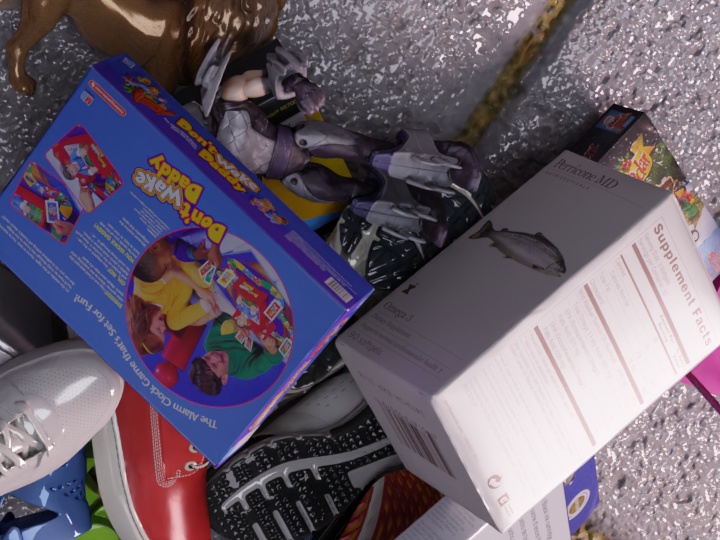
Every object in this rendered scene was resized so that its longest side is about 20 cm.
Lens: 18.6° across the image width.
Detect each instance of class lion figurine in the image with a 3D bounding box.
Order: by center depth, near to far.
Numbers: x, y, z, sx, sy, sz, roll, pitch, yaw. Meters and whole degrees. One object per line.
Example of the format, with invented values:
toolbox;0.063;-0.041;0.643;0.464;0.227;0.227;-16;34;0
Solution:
lion figurine;-0.152;-0.158;1.355;0.199;0.073;0.123;18;120;-25

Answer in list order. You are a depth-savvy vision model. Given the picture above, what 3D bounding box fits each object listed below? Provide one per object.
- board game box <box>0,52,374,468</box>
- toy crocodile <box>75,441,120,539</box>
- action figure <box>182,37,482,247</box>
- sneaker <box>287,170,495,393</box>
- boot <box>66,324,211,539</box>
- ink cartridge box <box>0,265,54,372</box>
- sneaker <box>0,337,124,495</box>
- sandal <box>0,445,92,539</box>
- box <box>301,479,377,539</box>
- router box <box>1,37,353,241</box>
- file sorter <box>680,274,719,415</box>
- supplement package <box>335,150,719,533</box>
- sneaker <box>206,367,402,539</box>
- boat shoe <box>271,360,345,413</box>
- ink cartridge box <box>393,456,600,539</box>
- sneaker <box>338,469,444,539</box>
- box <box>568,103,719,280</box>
board game box;-0.109;-0.006;1.264;0.200;0.045;0.135;43;115;5
toy crocodile;-0.149;0.195;1.492;0.062;0.068;0.200;-39;112;4
action figure;-0.034;-0.067;1.308;0.198;0.070;0.131;11;123;-18
sneaker;0.000;0.000;1.413;0.200;0.086;0.078;-40;87;-11
boot;-0.089;0.098;1.348;0.143;0.072;0.202;-3;112;23
ink cartridge box;-0.281;0.098;1.386;0.085;0.148;0.200;35;101;-21
sneaker;-0.218;0.120;1.266;0.199;0.116;0.074;-32;111;-1
sandal;-0.206;0.142;1.404;0.087;0.079;0.201;32;93;-8
box;0.000;0.270;1.524;0.198;0.050;0.201;43;79;-28
router box;-0.106;-0.039;1.391;0.199;0.051;0.150;-29;139;-1
file sorter;0.345;0.065;1.515;0.198;0.126;0.140;21;105;-18
supplement package;0.108;0.040;1.353;0.200;0.117;0.118;-39;121;-16
sneaker;-0.024;0.116;1.467;0.199;0.080;0.074;-25;114;-17
boat shoe;-0.077;0.068;1.464;0.199;0.072;0.060;-25;155;-14
ink cartridge box;0.096;0.186;1.451;0.200;0.041;0.200;-41;150;-15
sneaker;-0.011;0.218;1.444;0.200;0.073;0.077;-40;148;-3
box;0.145;0.009;1.461;0.200;0.038;0.137;-46;122;-12
